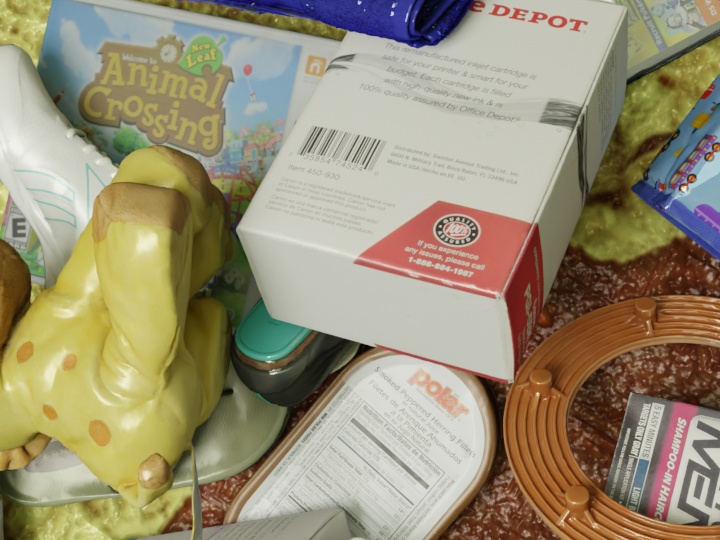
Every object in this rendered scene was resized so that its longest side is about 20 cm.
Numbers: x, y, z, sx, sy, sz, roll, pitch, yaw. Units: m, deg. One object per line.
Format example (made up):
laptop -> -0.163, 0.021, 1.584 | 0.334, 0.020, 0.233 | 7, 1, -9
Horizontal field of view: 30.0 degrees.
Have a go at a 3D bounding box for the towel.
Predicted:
towel -> -0.014, -0.190, 0.752 | 0.199, 0.050, 0.148 | 19, 57, 30

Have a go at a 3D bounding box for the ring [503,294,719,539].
ring -> 0.175, 0.080, 0.715 | 0.198, 0.201, 0.019 | -2, 133, 8

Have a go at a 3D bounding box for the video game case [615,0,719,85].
video game case -> 0.157, -0.223, 0.789 | 0.180, 0.025, 0.201 | -27, 86, 6

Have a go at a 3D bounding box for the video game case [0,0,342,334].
video game case -> -0.116, -0.065, 0.814 | 0.198, 0.022, 0.184 | 13, 91, 16

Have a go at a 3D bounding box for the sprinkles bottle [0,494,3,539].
sprinkles bottle -> -0.245, 0.186, 0.800 | 0.068, 0.068, 0.202 | 2, 99, 8

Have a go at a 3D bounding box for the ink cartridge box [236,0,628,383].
ink cartridge box -> 0.046, -0.058, 0.715 | 0.146, 0.083, 0.201 | 14, 58, 21

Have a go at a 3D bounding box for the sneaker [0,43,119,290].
sneaker -> -0.160, -0.043, 0.784 | 0.080, 0.070, 0.202 | -23, 90, 7

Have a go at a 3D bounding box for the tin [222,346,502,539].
tin -> 0.000, 0.131, 0.799 | 0.112, 0.042, 0.200 | 40, 94, 3

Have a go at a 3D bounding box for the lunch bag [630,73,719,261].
lunch bag -> 0.278, -0.040, 0.739 | 0.199, 0.094, 0.151 | 37, 98, -5

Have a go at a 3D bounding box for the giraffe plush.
giraffe plush -> -0.158, 0.039, 0.679 | 0.160, 0.173, 0.202 | 2, 82, 5

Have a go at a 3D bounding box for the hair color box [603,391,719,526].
hair color box -> 0.231, 0.140, 0.716 | 0.198, 0.061, 0.101 | 11, 63, 19

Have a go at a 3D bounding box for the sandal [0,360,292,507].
sandal -> -0.134, 0.101, 0.806 | 0.199, 0.057, 0.081 | -19, 87, 6

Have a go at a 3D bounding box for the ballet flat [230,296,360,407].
ballet flat -> 0.000, 0.000, 0.778 | 0.068, 0.069, 0.200 | 30, 64, 34

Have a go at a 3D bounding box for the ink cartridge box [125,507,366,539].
ink cartridge box -> -0.079, 0.220, 0.733 | 0.198, 0.125, 0.130 | -13, 97, 21
